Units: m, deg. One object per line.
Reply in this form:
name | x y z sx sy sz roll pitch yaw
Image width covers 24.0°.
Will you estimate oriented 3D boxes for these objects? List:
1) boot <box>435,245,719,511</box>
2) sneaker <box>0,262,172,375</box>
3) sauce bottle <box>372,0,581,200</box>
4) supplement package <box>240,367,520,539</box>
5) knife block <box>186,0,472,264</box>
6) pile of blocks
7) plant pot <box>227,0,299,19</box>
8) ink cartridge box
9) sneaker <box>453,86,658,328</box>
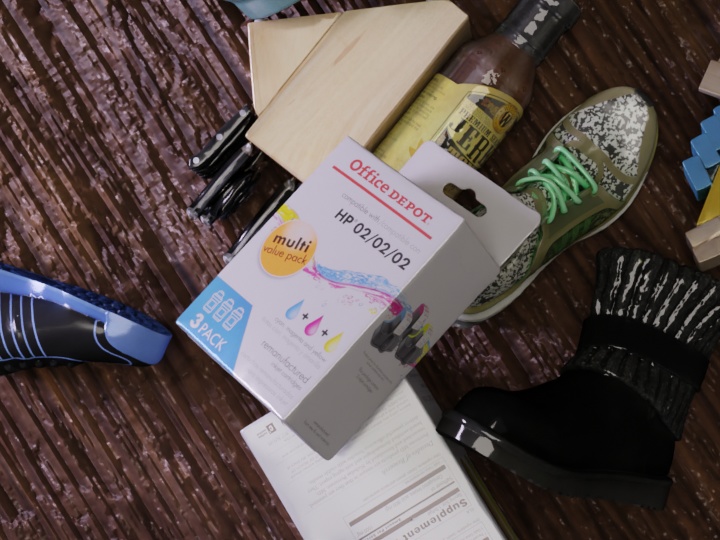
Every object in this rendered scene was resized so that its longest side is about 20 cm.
boot | 0.143 0.057 1.056 0.079 0.211 0.158 21 93 44
sneaker | -0.228 0.042 1.149 0.200 0.070 0.078 18 92 13
sauce bottle | 0.069 -0.106 1.125 0.065 0.065 0.200 38 92 7
supplement package | 0.028 0.159 1.087 0.109 0.114 0.200 -32 84 4
knife block | -0.018 -0.082 1.134 0.200 0.064 0.176 -6 86 5
pile of blocks | 0.257 -0.089 1.111 0.082 0.062 0.200 26 81 19
plant pot | -0.064 -0.250 1.100 0.200 0.200 0.134 -36 110 3
ink cartridge box | 0.000 0.000 1.029 0.200 0.068 0.115 -48 53 -6
sneaker | 0.121 -0.042 1.103 0.077 0.089 0.200 44 91 7
